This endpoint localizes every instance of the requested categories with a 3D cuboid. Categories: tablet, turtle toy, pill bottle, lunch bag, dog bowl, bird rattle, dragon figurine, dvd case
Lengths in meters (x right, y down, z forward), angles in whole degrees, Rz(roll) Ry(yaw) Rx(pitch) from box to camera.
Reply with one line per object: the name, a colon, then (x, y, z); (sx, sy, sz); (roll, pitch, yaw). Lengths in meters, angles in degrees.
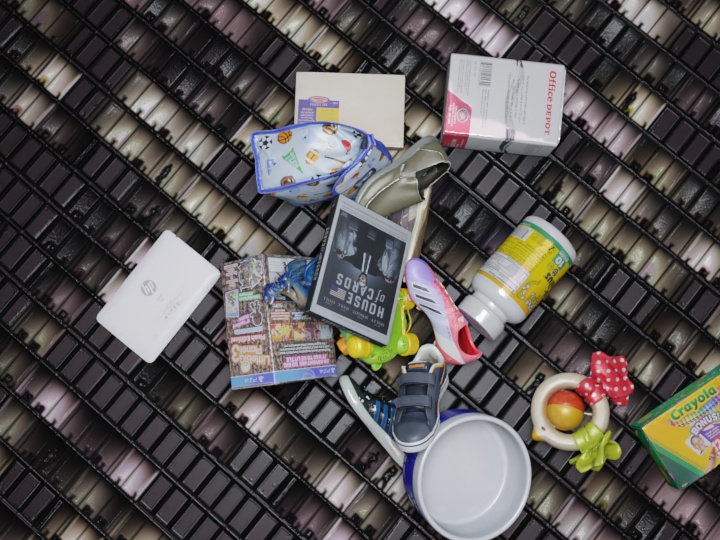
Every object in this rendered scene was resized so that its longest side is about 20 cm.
tablet: (-0.352, 0.044, 1.342); (0.130, 0.014, 0.201); (37, 84, 5)
turtle toy: (0.014, 0.066, 1.288); (0.145, 0.101, 0.203); (3, 80, -41)
pill bottle: (0.258, 0.016, 1.293); (0.113, 0.113, 0.200); (43, 85, 5)
lunch bag: (-0.055, -0.176, 1.269); (0.198, 0.170, 0.125); (-11, 86, 13)
dog bowl: (0.171, 0.328, 1.246); (0.198, 0.079, 0.203); (0, 90, -17)
bird rattle: (0.366, 0.230, 1.279); (0.161, 0.113, 0.202); (7, 80, 18)
dragon figurine: (-0.079, 0.008, 1.212); (0.058, 0.200, 0.100); (-12, 116, 34)
dvd case: (0.000, 0.000, 1.208); (0.149, 0.025, 0.202); (26, 64, -27)

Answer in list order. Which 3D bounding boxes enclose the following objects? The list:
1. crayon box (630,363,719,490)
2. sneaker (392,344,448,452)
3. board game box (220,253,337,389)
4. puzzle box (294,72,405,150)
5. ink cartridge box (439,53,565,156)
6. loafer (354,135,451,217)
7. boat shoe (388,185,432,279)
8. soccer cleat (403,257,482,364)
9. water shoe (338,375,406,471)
crayon box: (0.573, 0.258, 1.290); (0.199, 0.058, 0.119); (-33, 84, -3)
sneaker: (0.091, 0.198, 1.232); (0.078, 0.201, 0.080); (-6, 119, 20)
board game box: (-0.131, 0.083, 1.253); (0.096, 0.159, 0.203); (-12, 81, 35)
puzzle box: (-0.020, -0.284, 1.373); (0.197, 0.025, 0.135); (2, 84, 1)
ink cartridge box: (0.245, -0.286, 1.343); (0.197, 0.084, 0.147); (6, 83, 2)
loafer: (0.070, -0.139, 1.272); (0.200, 0.075, 0.070); (-44, 56, -2)
boat shoe: (0.080, -0.083, 1.329); (0.064, 0.072, 0.202); (11, 77, 11)
soccer cleat: (0.138, 0.066, 1.280); (0.067, 0.076, 0.202); (-37, 108, -43)
water shoe: (0.043, 0.242, 1.293); (0.079, 0.071, 0.201); (-39, 95, -7)
